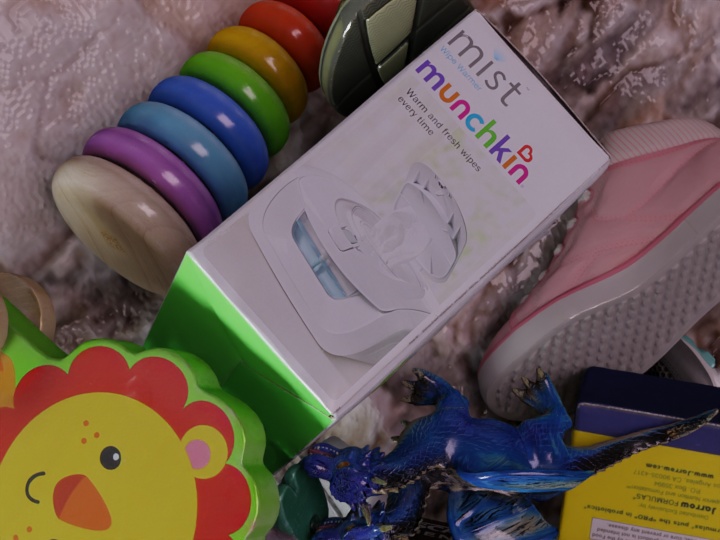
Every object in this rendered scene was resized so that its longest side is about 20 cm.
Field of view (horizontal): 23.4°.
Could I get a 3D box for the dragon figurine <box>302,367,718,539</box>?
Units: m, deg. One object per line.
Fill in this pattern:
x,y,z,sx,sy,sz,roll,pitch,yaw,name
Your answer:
0.067,0.095,0.779,0.198,0.100,0.059,7,122,-10,dragon figurine

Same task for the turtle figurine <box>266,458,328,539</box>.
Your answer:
-0.118,0.120,0.788,0.100,0.198,0.151,22,77,-61,turtle figurine

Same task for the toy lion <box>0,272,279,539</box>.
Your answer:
-0.139,0.107,0.722,0.191,0.069,0.201,40,96,15,toy lion

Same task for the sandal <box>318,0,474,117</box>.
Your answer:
0.015,-0.114,0.847,0.079,0.201,0.058,-31,83,5,sandal

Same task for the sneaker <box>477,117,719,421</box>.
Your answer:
0.137,-0.007,0.963,0.200,0.105,0.075,-38,133,8,sneaker

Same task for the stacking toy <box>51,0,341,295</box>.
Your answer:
-0.061,-0.087,0.861,0.085,0.085,0.201,45,67,-18,stacking toy

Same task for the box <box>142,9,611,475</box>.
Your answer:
0.000,0.000,0.808,0.176,0.200,0.097,-42,87,-20,box

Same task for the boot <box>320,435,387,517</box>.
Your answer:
0.001,0.192,0.886,0.095,0.073,0.201,-30,96,-15,boot

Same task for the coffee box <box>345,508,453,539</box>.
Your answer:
0.076,0.175,0.790,0.198,0.113,0.081,11,98,9,coffee box

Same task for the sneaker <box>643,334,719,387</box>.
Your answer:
0.170,0.134,0.970,0.090,0.077,0.202,-11,92,-21,sneaker

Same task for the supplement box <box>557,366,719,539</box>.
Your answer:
0.151,0.163,0.889,0.108,0.109,0.202,9,98,9,supplement box
